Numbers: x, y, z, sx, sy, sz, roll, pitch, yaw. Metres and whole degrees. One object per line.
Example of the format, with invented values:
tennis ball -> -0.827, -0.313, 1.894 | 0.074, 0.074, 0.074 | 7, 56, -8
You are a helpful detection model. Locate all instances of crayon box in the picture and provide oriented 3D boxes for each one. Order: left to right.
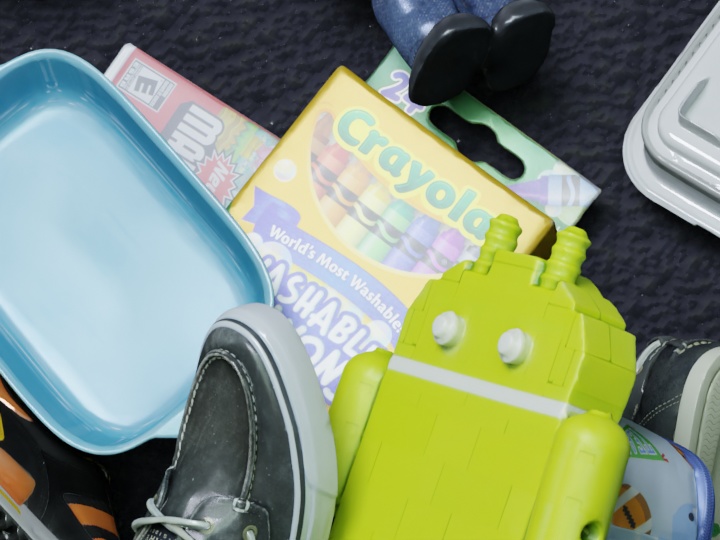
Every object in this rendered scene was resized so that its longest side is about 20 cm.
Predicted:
crayon box -> 0.000, 0.000, 1.159 | 0.126, 0.052, 0.200 | 37, 84, 14

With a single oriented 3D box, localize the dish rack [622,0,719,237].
dish rack -> 0.234, -0.072, 1.142 | 0.200, 0.044, 0.172 | 32, 75, 22

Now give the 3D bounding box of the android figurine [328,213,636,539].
android figurine -> 0.046, 0.075, 1.040 | 0.182, 0.041, 0.201 | 17, 87, 56

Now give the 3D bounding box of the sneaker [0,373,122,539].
sneaker -> -0.121, 0.128, 1.135 | 0.070, 0.090, 0.200 | -25, 114, 36

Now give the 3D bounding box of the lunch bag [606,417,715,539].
lunch bag -> 0.064, 0.141, 1.084 | 0.160, 0.075, 0.201 | 17, 89, 56

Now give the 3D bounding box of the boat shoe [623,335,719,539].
boat shoe -> 0.126, 0.126, 1.132 | 0.068, 0.072, 0.201 | 14, 85, 50

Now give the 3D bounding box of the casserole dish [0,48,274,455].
casserole dish -> -0.122, -0.006, 1.133 | 0.121, 0.039, 0.200 | -41, 73, -2

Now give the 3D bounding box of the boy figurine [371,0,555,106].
boy figurine -> 0.024, -0.172, 1.197 | 0.124, 0.065, 0.200 | -11, 59, -21

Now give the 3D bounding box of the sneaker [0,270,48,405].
sneaker -> -0.206, 0.017, 1.196 | 0.200, 0.089, 0.077 | 30, 51, 7

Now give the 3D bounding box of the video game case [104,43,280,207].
video game case -> -0.070, 0.001, 1.204 | 0.200, 0.017, 0.143 | 33, 83, 14

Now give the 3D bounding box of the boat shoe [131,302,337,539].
boat shoe -> -0.059, 0.115, 1.056 | 0.072, 0.071, 0.201 | 17, 111, 45
